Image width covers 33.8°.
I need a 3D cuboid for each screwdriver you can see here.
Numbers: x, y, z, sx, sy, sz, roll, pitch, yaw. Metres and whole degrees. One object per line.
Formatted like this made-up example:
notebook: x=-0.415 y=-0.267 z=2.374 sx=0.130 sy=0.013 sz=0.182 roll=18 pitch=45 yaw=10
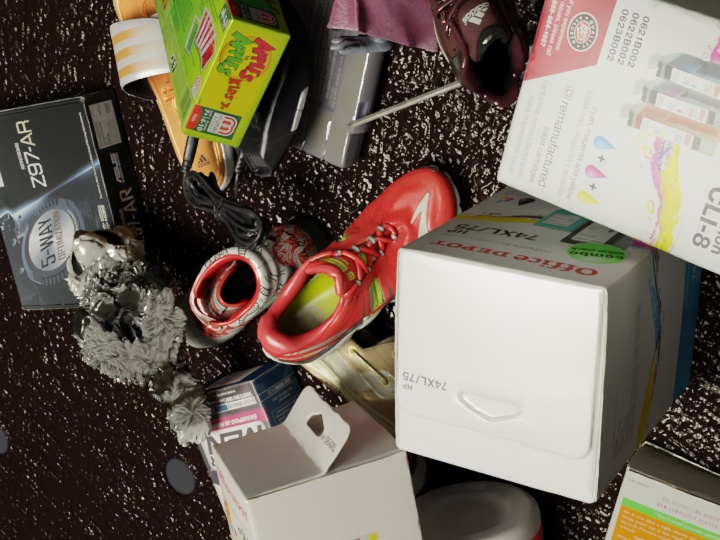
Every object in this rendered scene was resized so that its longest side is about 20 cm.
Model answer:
screwdriver: x=0.074 y=-0.141 z=0.890 sx=0.199 sy=0.029 sz=0.028 roll=-17 pitch=94 yaw=34

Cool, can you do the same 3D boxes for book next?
book: x=0.248 y=0.250 z=0.914 sx=0.133 sy=0.048 sz=0.201 roll=22 pitch=119 yaw=23

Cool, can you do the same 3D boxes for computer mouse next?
computer mouse: x=-0.089 y=-0.129 z=0.963 sx=0.140 sy=0.046 sz=0.202 roll=30 pitch=115 yaw=48

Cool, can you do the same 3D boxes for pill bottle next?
pill bottle: x=0.101 y=0.289 z=0.977 sx=0.119 sy=0.119 sz=0.202 roll=0 pitch=107 yaw=33

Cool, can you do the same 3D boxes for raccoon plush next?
raccoon plush: x=-0.208 y=0.054 z=1.066 sx=0.134 sy=0.096 sz=0.201 roll=-131 pitch=27 yaw=-60

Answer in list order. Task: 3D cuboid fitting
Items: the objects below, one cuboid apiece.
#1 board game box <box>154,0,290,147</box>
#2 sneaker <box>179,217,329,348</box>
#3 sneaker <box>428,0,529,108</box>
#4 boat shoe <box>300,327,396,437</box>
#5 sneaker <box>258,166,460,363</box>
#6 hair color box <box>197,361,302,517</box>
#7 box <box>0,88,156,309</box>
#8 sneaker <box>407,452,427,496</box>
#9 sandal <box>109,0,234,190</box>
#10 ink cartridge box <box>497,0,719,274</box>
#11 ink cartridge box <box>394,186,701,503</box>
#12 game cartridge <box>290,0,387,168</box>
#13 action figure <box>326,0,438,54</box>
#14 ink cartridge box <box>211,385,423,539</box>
board game box: x=-0.112 y=-0.199 z=0.914 sx=0.102 sy=0.047 sz=0.201 roll=-59 pitch=34 yaw=33
sneaker: x=-0.124 y=0.024 z=1.036 sx=0.201 sy=0.108 sz=0.068 roll=-33 pitch=88 yaw=37
sneaker: x=0.065 y=-0.188 z=0.722 sx=0.075 sy=0.116 sz=0.201 roll=-22 pitch=124 yaw=9
boat shoe: x=0.014 y=0.082 z=0.990 sx=0.199 sy=0.074 sz=0.067 roll=35 pitch=99 yaw=11
sneaker: x=0.000 y=0.000 z=0.921 sx=0.077 sy=0.085 sz=0.200 roll=45 pitch=96 yaw=14
hair color box: x=-0.081 y=0.192 z=1.099 sx=0.100 sy=0.060 sz=0.201 roll=-17 pitch=98 yaw=37
box: x=-0.285 y=-0.065 z=1.150 sx=0.159 sy=0.043 sz=0.202 roll=-2 pitch=106 yaw=33
sneaker: x=-0.035 y=0.204 z=1.005 sx=0.085 sy=0.200 sz=0.077 roll=48 pitch=170 yaw=-32
sandal: x=-0.169 y=-0.162 z=1.028 sx=0.079 sy=0.059 sz=0.208 roll=-18 pitch=97 yaw=36
ink cartridge box: x=0.217 y=-0.100 z=0.744 sx=0.199 sy=0.144 sz=0.146 roll=25 pitch=119 yaw=23
ink cartridge box: x=0.133 y=0.037 z=0.814 sx=0.146 sy=0.200 sz=0.147 roll=12 pitch=113 yaw=29
game cartridge: x=-0.035 y=-0.196 z=0.946 sx=0.129 sy=0.038 sz=0.201 roll=24 pitch=118 yaw=20
action figure: x=0.034 y=-0.245 z=0.798 sx=0.148 sy=0.134 sz=0.202 roll=10 pitch=115 yaw=5
ink cartridge box: x=-0.029 y=0.201 z=0.901 sx=0.128 sy=0.124 sz=0.202 roll=-154 pitch=50 yaw=-68
